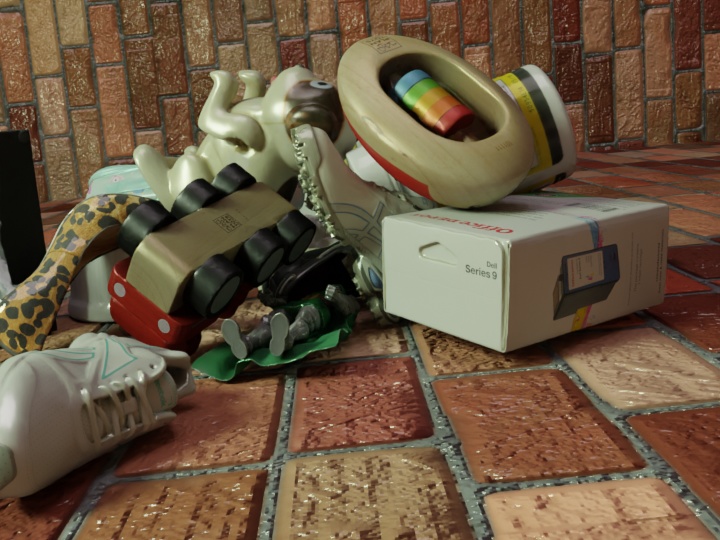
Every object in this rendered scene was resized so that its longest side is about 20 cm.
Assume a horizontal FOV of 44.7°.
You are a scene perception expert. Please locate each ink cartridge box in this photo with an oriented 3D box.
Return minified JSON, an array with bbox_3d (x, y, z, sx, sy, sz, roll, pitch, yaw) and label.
[{"bbox_3d":[0.135,-0.009,0.719,0.198,0.089,0.144,-10,15,-37],"label":"ink cartridge box"}]

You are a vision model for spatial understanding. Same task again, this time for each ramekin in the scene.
[{"bbox_3d":[-0.229,-0.013,0.975,0.197,0.099,0.201,-5,10,1],"label":"ramekin"}]

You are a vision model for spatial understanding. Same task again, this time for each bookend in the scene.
[{"bbox_3d":[-0.410,-0.034,0.889,0.197,0.203,0.091,5,13,41],"label":"bookend"}]

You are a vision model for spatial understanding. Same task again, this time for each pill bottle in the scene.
[{"bbox_3d":[0.093,-0.105,0.831,0.197,0.116,0.114,-23,11,-1],"label":"pill bottle"}]

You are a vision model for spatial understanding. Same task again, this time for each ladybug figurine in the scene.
[{"bbox_3d":[0.056,-0.122,0.732,0.135,0.072,0.200,-26,60,-29],"label":"ladybug figurine"}]

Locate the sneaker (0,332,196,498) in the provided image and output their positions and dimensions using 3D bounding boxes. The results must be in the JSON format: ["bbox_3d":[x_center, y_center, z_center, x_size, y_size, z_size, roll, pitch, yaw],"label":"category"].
[{"bbox_3d":[-0.156,0.076,0.525,0.079,0.072,0.200,-1,10,6],"label":"sneaker"}]

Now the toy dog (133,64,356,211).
[{"bbox_3d":[-0.094,-0.114,0.865,0.199,0.196,0.139,-35,-14,20],"label":"toy dog"}]

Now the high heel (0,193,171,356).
[{"bbox_3d":[-0.248,0.007,0.813,0.198,0.144,0.072,-14,-25,-28],"label":"high heel"}]

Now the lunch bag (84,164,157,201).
[{"bbox_3d":[-0.245,-0.071,1.123,0.197,0.161,0.078,-6,52,14],"label":"lunch bag"}]

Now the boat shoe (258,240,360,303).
[{"bbox_3d":[0.000,0.000,0.869,0.197,0.073,0.067,-16,20,-20],"label":"boat shoe"}]

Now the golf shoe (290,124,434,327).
[{"bbox_3d":[0.012,-0.053,0.756,0.096,0.201,0.079,-30,32,0],"label":"golf shoe"}]

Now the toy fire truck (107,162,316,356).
[{"bbox_3d":[-0.156,0.019,0.764,0.128,0.201,0.176,36,33,11],"label":"toy fire truck"}]

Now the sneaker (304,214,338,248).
[{"bbox_3d":[-0.021,-0.015,1.005,0.087,0.077,0.200,5,12,-21],"label":"sneaker"}]

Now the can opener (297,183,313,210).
[{"bbox_3d":[0.010,-0.064,0.986,0.199,0.067,0.053,33,0,-2],"label":"can opener"}]

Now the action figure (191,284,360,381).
[{"bbox_3d":[-0.048,0.040,0.731,0.116,0.056,0.200,-5,6,16],"label":"action figure"}]

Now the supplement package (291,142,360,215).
[{"bbox_3d":[-0.040,-0.123,1.194,0.188,0.203,0.147,-2,10,17],"label":"supplement package"}]
